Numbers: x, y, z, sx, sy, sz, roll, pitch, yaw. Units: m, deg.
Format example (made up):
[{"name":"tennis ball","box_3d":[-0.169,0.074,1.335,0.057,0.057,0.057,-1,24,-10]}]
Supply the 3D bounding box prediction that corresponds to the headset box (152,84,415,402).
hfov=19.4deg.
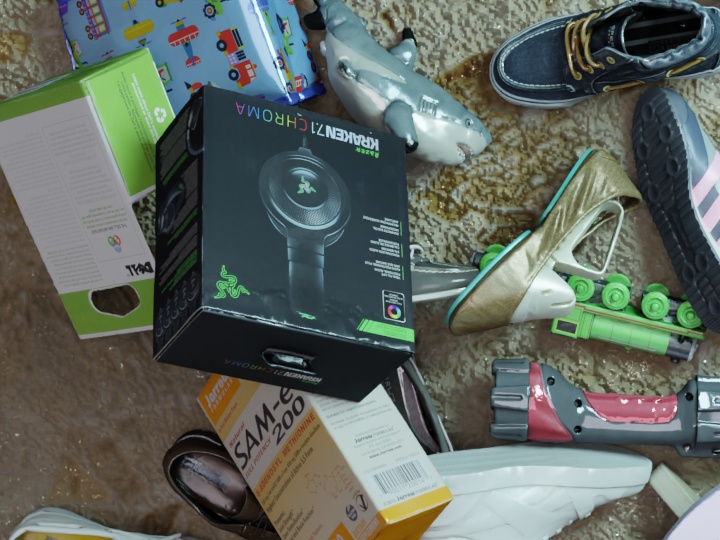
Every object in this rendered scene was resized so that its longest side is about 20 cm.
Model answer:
[{"name":"headset box","box_3d":[-0.058,-0.011,1.548,0.173,0.093,0.201,14,57,-24]}]

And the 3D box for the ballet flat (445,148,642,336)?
[{"name":"ballet flat","box_3d":[0.149,-0.009,1.615,0.072,0.068,0.200,37,63,12]}]

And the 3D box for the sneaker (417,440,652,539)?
[{"name":"sneaker","box_3d":[0.132,0.199,1.650,0.198,0.074,0.117,-3,103,-17]}]

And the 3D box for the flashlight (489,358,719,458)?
[{"name":"flashlight","box_3d":[0.200,0.104,1.654,0.198,0.068,0.068,0,50,4]}]

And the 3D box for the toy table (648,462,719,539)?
[{"name":"toy table","box_3d":[0.296,0.224,1.622,0.199,0.117,0.184,-36,89,9]}]

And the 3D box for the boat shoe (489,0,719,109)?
[{"name":"boat shoe","box_3d":[0.181,-0.172,1.602,0.199,0.091,0.072,-8,82,23]}]

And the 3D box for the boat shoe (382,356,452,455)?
[{"name":"boat shoe","box_3d":[0.036,0.137,1.671,0.066,0.057,0.202,-19,91,8]}]

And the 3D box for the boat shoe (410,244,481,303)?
[{"name":"boat shoe","box_3d":[0.000,0.000,1.661,0.198,0.067,0.058,-5,91,19]}]

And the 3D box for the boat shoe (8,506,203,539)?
[{"name":"boat shoe","box_3d":[-0.191,0.241,1.701,0.200,0.086,0.075,18,96,6]}]

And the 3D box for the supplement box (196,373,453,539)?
[{"name":"supplement box","box_3d":[-0.031,0.135,1.617,0.201,0.073,0.126,56,138,22]}]

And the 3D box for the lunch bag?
[{"name":"lunch bag","box_3d":[-0.151,-0.174,1.673,0.199,0.094,0.152,-19,94,19]}]

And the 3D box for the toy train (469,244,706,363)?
[{"name":"toy train","box_3d":[0.180,0.028,1.663,0.198,0.042,0.057,14,106,6]}]

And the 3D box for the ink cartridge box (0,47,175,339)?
[{"name":"ink cartridge box","box_3d":[-0.197,-0.056,1.652,0.147,0.076,0.201,-9,108,47]}]

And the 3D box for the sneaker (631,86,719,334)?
[{"name":"sneaker","box_3d":[0.275,-0.051,1.640,0.082,0.070,0.202,-12,79,-31]}]

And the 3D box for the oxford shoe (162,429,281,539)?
[{"name":"oxford shoe","box_3d":[-0.072,0.198,1.685,0.199,0.084,0.073,24,95,4]}]

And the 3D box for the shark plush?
[{"name":"shark plush","box_3d":[0.016,-0.159,1.674,0.083,0.091,0.200,-34,74,-16]}]
